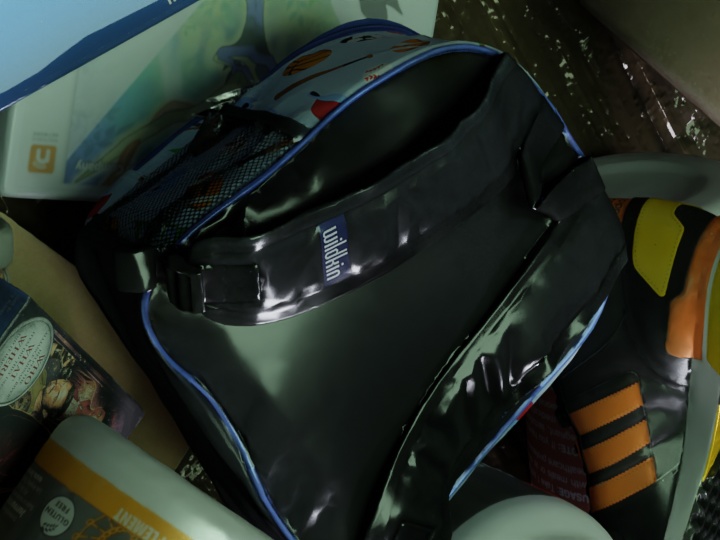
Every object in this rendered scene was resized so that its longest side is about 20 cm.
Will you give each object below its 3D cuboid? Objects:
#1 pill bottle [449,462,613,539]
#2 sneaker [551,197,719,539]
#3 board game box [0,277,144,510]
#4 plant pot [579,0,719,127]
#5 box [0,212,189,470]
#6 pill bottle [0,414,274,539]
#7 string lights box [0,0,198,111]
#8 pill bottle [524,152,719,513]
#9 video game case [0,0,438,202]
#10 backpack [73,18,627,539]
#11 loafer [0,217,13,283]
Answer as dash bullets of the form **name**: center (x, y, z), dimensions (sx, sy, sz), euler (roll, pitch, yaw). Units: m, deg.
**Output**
- **pill bottle**: center (0.041, 0.138, 1.161), dimensions (0.115, 0.200, 0.117), euler (-11, 109, -34)
- **sneaker**: center (0.114, 0.060, 1.174), dimensions (0.070, 0.090, 0.201), euler (-37, 141, -56)
- **board game box**: center (-0.168, 0.106, 1.038), dimensions (0.201, 0.035, 0.136), euler (-56, 157, -9)
- **plant pot**: center (0.193, -0.147, 1.219), dimensions (0.200, 0.200, 0.175), euler (35, 99, -37)
- **box**: center (-0.162, 0.086, 1.112), dimensions (0.163, 0.021, 0.201), euler (38, 81, -36)
- **pill bottle**: center (-0.114, 0.163, 1.026), dimensions (0.116, 0.116, 0.201), euler (37, 83, -36)
- **string lights box**: center (-0.116, -0.112, 1.020), dimensions (0.199, 0.103, 0.059), euler (-31, 113, -15)
- **pill bottle**: center (0.128, 0.057, 1.258), dimensions (0.112, 0.112, 0.201), euler (-18, 113, -31)
- **video game case**: center (-0.051, -0.116, 1.137), dimensions (0.199, 0.022, 0.183), euler (2, 101, -36)
- **backpack**: center (0.000, 0.000, 1.098), dimensions (0.190, 0.154, 0.201), euler (-38, 123, -12)
- **loafer**: center (-0.218, 0.025, 1.018), dimensions (0.199, 0.072, 0.063), euler (-11, 111, -27)
